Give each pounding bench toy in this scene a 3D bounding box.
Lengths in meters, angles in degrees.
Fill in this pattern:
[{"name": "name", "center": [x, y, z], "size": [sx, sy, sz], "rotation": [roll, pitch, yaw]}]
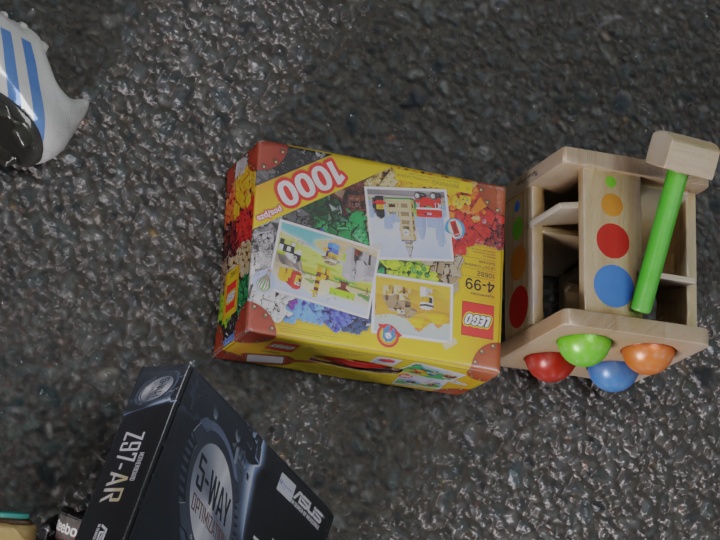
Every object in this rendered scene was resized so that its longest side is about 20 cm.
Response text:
[{"name": "pounding bench toy", "center": [0.195, -0.003, 1.804], "size": [0.124, 0.200, 0.156], "rotation": [9, 71, -21]}]

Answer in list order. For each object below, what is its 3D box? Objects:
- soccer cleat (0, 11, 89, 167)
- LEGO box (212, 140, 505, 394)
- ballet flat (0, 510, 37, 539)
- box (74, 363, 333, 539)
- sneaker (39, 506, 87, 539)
[{"name": "soccer cleat", "center": [-0.277, -0.163, 1.732], "size": [0.200, 0.070, 0.086], "rotation": [51, 47, -5]}, {"name": "LEGO box", "center": [0.000, 0.000, 1.788], "size": [0.200, 0.077, 0.149], "rotation": [9, 71, -20]}, {"name": "ballet flat", "center": [-0.314, 0.179, 1.610], "size": [0.200, 0.069, 0.063], "rotation": [12, 84, -18]}, {"name": "box", "center": [-0.105, 0.184, 1.641], "size": [0.200, 0.044, 0.160], "rotation": [51, 47, -41]}, {"name": "sneaker", "center": [-0.198, 0.216, 1.628], "size": [0.200, 0.071, 0.098], "rotation": [-43, 128, -29]}]
